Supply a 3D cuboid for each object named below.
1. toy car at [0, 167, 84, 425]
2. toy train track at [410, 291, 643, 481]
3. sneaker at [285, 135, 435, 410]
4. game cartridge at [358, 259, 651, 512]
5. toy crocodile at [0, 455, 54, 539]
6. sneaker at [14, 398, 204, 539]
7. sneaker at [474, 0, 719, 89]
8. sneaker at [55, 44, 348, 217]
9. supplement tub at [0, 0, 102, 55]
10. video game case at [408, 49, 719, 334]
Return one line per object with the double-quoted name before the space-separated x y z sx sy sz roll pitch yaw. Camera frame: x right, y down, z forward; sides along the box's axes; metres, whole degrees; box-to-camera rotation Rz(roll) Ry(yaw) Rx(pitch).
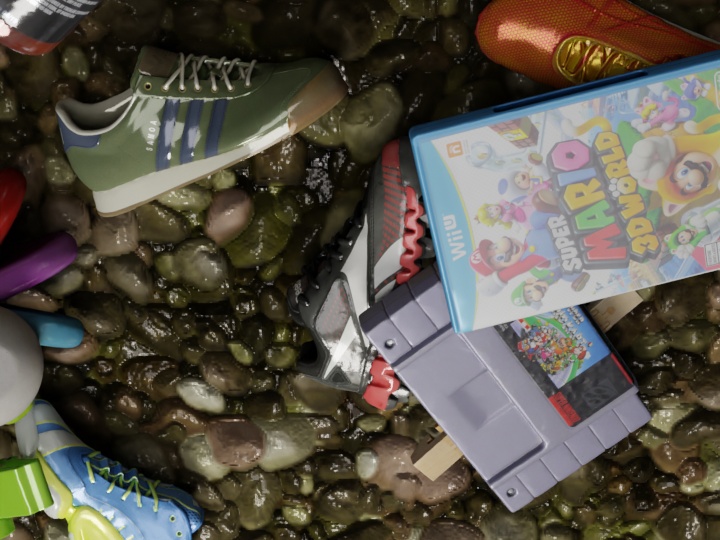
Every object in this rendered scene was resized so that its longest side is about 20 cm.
"toy car" -0.270 0.006 0.978 0.150 0.175 0.200 -38 107 -19
"toy train track" 0.114 0.072 1.011 0.200 0.033 0.115 -42 119 11
"sneaker" 0.000 0.000 0.974 0.097 0.071 0.201 10 114 0
"game cartridge" 0.105 0.067 0.968 0.129 0.038 0.200 -33 120 10
"toy crocodile" -0.300 0.169 1.051 0.199 0.062 0.068 -18 96 34
"sneaker" -0.182 0.171 1.077 0.105 0.076 0.201 -24 108 -4
"sneaker" 0.171 -0.134 0.898 0.199 0.077 0.073 15 115 2
"sneaker" -0.115 -0.112 0.942 0.200 0.067 0.090 -23 113 18
"supplement tub" -0.169 -0.234 0.879 0.200 0.107 0.107 -39 103 18
"video game case" 0.141 -0.046 0.880 0.199 0.018 0.144 -14 118 1
